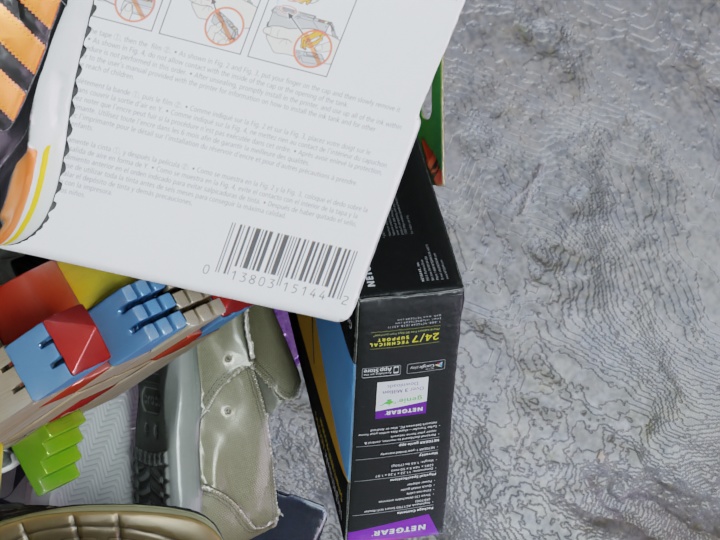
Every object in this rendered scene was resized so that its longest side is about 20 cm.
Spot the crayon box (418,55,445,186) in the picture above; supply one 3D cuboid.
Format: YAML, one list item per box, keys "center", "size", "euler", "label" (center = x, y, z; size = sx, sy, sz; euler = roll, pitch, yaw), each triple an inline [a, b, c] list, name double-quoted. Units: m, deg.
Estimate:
- center: [-0.029, -0.107, 1.489]
  size: [0.200, 0.051, 0.128]
  euler: [1, -88, 56]
  label: "crayon box"

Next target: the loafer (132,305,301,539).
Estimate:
- center: [-0.067, 0.038, 1.293]
  size: [0.075, 0.069, 0.201]
  euler: [-158, -112, -64]
  label: "loafer"

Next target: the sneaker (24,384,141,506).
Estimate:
- center: [-0.145, 0.071, 1.368]
  size: [0.115, 0.074, 0.200]
  euler: [-15, -142, 34]
  label: "sneaker"

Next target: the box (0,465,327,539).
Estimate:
- center: [-0.143, 0.189, 1.455]
  size: [0.117, 0.196, 0.201]
  euler: [99, 13, -76]
  label: "box"

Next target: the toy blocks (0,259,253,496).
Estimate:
- center: [-0.119, 0.026, 1.157]
  size: [0.137, 0.100, 0.200]
  euler: [-33, 175, 37]
  label: "toy blocks"

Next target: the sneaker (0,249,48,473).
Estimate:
- center: [-0.169, 0.049, 1.283]
  size: [0.084, 0.080, 0.200]
  euler: [-57, -179, 35]
  label: "sneaker"

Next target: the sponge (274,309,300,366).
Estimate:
- center: [-0.081, -0.032, 1.364]
  size: [0.112, 0.030, 0.201]
  euler: [-38, 111, -57]
  label: "sponge"

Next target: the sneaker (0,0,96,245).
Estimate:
- center: [-0.143, -0.088, 0.944]
  size: [0.090, 0.070, 0.201]
  euler: [-26, 133, -49]
  label: "sneaker"

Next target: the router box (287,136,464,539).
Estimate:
- center: [0.000, 0.000, 1.240]
  size: [0.200, 0.051, 0.150]
  euler: [-105, -166, -47]
  label: "router box"

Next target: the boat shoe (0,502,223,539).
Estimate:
- center: [-0.155, 0.130, 1.208]
  size: [0.065, 0.199, 0.074]
  euler: [-91, 173, -67]
  label: "boat shoe"

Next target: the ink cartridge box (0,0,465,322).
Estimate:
- center: [-0.069, -0.083, 1.061]
  size: [0.177, 0.199, 0.045]
  euler: [-69, -154, 17]
  label: "ink cartridge box"
